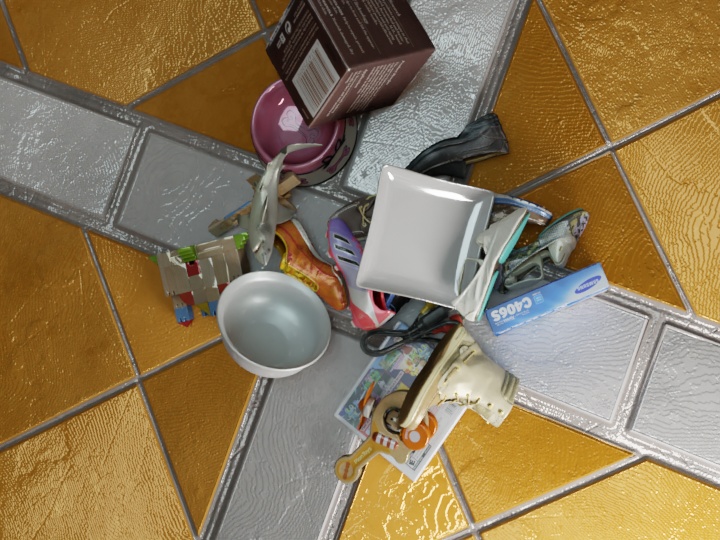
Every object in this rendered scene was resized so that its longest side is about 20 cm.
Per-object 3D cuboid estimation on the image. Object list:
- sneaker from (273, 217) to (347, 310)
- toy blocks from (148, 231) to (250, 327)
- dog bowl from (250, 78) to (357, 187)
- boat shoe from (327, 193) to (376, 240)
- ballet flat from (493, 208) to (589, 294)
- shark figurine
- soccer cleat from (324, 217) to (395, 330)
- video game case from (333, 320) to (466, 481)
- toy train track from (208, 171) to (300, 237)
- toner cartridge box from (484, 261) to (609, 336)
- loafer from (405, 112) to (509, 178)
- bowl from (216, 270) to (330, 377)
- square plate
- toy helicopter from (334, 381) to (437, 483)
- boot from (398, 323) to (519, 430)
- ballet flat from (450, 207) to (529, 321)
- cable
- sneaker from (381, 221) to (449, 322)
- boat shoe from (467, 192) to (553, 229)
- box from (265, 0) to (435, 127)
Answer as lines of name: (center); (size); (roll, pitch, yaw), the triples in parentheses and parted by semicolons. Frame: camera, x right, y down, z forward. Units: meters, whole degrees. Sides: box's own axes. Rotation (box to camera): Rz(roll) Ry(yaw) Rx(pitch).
sneaker: (-0.095, -0.001, 1.570); (0.077, 0.074, 0.200); (-31, 66, -29)
toy blocks: (-0.270, 0.021, 1.612); (0.196, 0.100, 0.140); (-13, 93, 10)
dog bowl: (-0.107, -0.255, 1.607); (0.196, 0.074, 0.205); (-1, 84, 12)
boat shoe: (0.031, -0.099, 1.568); (0.196, 0.059, 0.073); (-12, 82, 10)
ballet flat: (0.300, -0.022, 1.496); (0.198, 0.072, 0.073); (-32, 79, 12)
shark figurine: (-0.139, -0.124, 1.544); (0.128, 0.088, 0.218); (31, 105, 56)
soccer cleat: (0.000, 0.000, 1.519); (0.076, 0.066, 0.204); (-25, 73, 27)
video game case: (0.079, 0.220, 1.544); (0.181, 0.023, 0.202); (36, 93, 13)
toy train track: (-0.190, -0.123, 1.615); (0.198, 0.114, 0.033); (-30, 44, 21)
toner cartridge box: (0.302, 0.049, 1.478); (0.197, 0.095, 0.044); (-24, 81, 9)
loafer: (0.160, -0.189, 1.546); (0.198, 0.073, 0.073); (-30, 83, 9)
bowl: (-0.156, 0.108, 1.550); (0.197, 0.091, 0.204); (12, 49, -14)
square plate: (0.104, -0.053, 1.480); (0.196, 0.028, 0.202); (12, 97, -13)
toy helicopter: (0.024, 0.273, 1.504); (0.200, 0.079, 0.133); (-44, 83, 16)
boot: (0.161, 0.206, 1.453); (0.155, 0.073, 0.201); (40, 57, -6)
ballet flat: (0.203, -0.019, 1.462); (0.069, 0.069, 0.203); (26, 95, 13)
cable: (0.098, 0.103, 1.533); (0.198, 0.050, 0.098); (-29, 94, 1)
sneaker: (0.094, 0.011, 1.539); (0.077, 0.070, 0.202); (25, 105, -16)
boat shoe: (0.223, -0.092, 1.527); (0.197, 0.072, 0.074); (15, 92, 23)
box: (-0.019, -0.367, 1.509); (0.198, 0.166, 0.166); (-22, 76, -37)
